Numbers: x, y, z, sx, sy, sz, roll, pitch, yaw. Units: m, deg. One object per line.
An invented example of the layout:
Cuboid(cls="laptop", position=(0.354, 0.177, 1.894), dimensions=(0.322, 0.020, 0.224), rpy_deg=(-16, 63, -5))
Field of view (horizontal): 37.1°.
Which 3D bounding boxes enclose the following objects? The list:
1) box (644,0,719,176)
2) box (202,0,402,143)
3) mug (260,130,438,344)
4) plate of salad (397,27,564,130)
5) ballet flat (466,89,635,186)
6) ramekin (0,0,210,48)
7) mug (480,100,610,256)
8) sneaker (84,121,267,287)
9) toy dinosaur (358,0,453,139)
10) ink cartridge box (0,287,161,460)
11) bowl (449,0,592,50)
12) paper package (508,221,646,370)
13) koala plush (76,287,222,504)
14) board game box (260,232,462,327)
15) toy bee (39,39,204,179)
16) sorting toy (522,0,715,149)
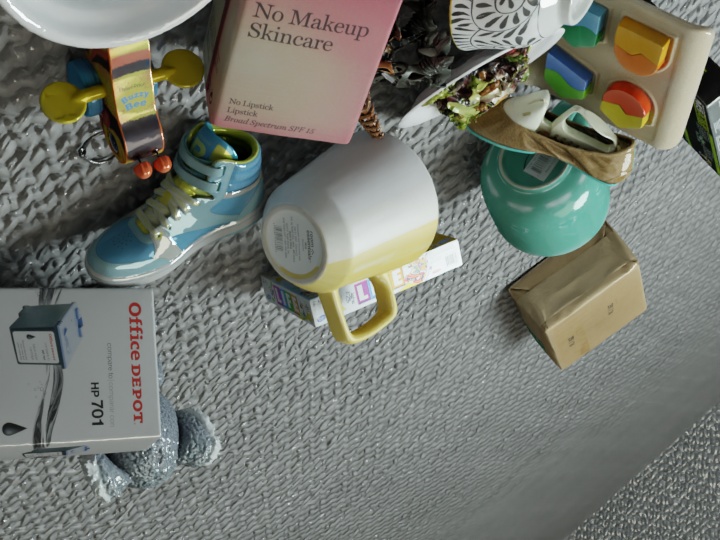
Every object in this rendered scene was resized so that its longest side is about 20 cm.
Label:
Cuboid(cls="box", position=(0.369, -0.222, 1.254), dimensions=(0.047, 0.194, 0.200), rpy_deg=(-40, 150, 5))
Cuboid(cls="box", position=(-0.046, -0.217, 0.865), dimensions=(0.126, 0.110, 0.201), rpy_deg=(5, 136, -18))
Cuboid(cls="mug", position=(-0.011, -0.036, 1.087), dimensions=(0.153, 0.187, 0.149), rpy_deg=(-30, 172, -48))
Cuboid(cls="plate of salad", position=(0.130, -0.192, 1.125), dimensions=(0.199, 0.048, 0.200), rpy_deg=(-28, 178, -1))
Cuboid(cls="ballet flat", position=(0.218, -0.159, 1.202), dimensions=(0.073, 0.198, 0.068), rpy_deg=(111, 2, -46))
Cuboid(cls="ramekin", position=(-0.173, -0.259, 0.717), dimensions=(0.199, 0.098, 0.201), rpy_deg=(-26, 149, -17))
Cuboid(cls="mug", position=(0.220, -0.124, 1.308), dimensions=(0.151, 0.187, 0.114), rpy_deg=(-16, 152, 14))
Cuboid(cls="sneaker", position=(-0.176, -0.072, 1.011), dimensions=(0.199, 0.080, 0.131), rpy_deg=(-33, 154, -26))
Cuboid(cls="toy dinosaur", position=(0.011, -0.212, 1.014), dimensions=(0.134, 0.103, 0.200), rpy_deg=(-10, 160, -3))
Cuboid(cls="ink cartridge box", position=(-0.291, 0.094, 0.989), dimensions=(0.198, 0.148, 0.086), rpy_deg=(-1, 163, -22))
Cuboid(cls="bowl", position=(0.168, -0.281, 0.973), dimensions=(0.201, 0.094, 0.202), rpy_deg=(-53, 159, -31))
Cuboid(cls="paper package", position=(0.351, 0.043, 1.714), dimensions=(0.190, 0.104, 0.200), rpy_deg=(-36, 152, 2))
Cuboid(cls="koala plush", position=(-0.252, 0.142, 1.110), dimensions=(0.176, 0.201, 0.185), rpy_deg=(-9, 141, -39))
Cuboid(cls="board game box", position=(0.000, 0.000, 1.251), dimensions=(0.199, 0.134, 0.035), rpy_deg=(-22, 111, -24))
Cuboid(cls="toy bee", position=(-0.183, -0.136, 0.877), dimensions=(0.130, 0.109, 0.200), rpy_deg=(-34, 151, -7))
Cuboid(cls="sorting toy", position=(0.263, -0.223, 1.150), dimensions=(0.037, 0.199, 0.186), rpy_deg=(-53, 159, -26))
